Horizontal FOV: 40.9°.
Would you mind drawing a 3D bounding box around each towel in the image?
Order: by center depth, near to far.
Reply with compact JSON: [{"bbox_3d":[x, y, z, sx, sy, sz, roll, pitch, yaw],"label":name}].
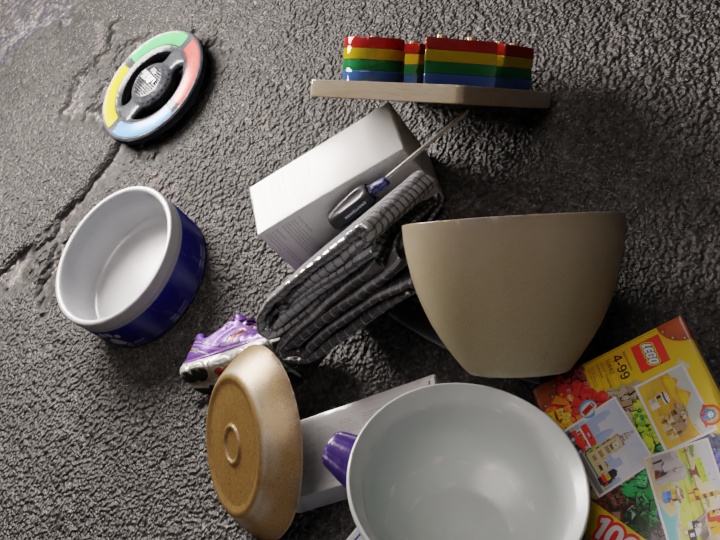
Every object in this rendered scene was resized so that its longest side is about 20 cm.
[{"bbox_3d":[0.000,0.000,1.000,0.199,0.086,0.166,-37,5,34],"label":"towel"}]

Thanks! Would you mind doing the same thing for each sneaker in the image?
[{"bbox_3d":[-0.126,0.083,1.114,0.197,0.081,0.085,-12,52,29],"label":"sneaker"}]

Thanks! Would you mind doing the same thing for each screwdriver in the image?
[{"bbox_3d":[0.042,-0.104,1.028,0.199,0.028,0.029,-33,91,25],"label":"screwdriver"}]

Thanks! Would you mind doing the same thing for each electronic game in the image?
[{"bbox_3d":[-0.315,-0.281,1.471,0.197,0.042,0.203,-17,56,25],"label":"electronic game"}]

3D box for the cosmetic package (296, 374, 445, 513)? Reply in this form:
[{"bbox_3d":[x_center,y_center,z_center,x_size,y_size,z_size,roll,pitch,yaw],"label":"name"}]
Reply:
[{"bbox_3d":[0.004,0.179,0.985,0.197,0.051,0.084,-21,59,22],"label":"cosmetic package"}]

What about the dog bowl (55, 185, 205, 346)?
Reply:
[{"bbox_3d":[-0.304,-0.005,1.279,0.197,0.079,0.203,-16,56,25],"label":"dog bowl"}]

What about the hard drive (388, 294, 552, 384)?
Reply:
[{"bbox_3d":[0.135,0.032,0.989,0.198,0.042,0.136,23,78,40],"label":"hard drive"}]

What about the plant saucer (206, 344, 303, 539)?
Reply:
[{"bbox_3d":[-0.120,0.180,1.005,0.199,0.035,0.204,2,92,60],"label":"plant saucer"}]

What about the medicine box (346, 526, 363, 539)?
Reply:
[{"bbox_3d":[0.021,0.354,0.839,0.201,0.103,0.182,-50,49,0],"label":"medicine box"}]

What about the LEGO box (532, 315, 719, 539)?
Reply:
[{"bbox_3d":[0.252,0.167,0.811,0.148,0.077,0.202,-29,52,17],"label":"LEGO box"}]

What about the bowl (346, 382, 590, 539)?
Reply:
[{"bbox_3d":[0.084,0.199,0.801,0.197,0.091,0.203,2,44,-2],"label":"bowl"}]

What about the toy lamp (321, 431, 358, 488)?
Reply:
[{"bbox_3d":[0.053,0.211,0.891,0.198,0.058,0.059,26,79,22],"label":"toy lamp"}]

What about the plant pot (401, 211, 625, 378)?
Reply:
[{"bbox_3d":[0.137,0.022,0.859,0.197,0.199,0.137,-3,90,32],"label":"plant pot"}]

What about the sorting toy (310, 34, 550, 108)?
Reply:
[{"bbox_3d":[0.081,-0.220,1.064,0.198,0.197,0.071,11,103,36],"label":"sorting toy"}]

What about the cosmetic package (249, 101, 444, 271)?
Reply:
[{"bbox_3d":[-0.017,-0.088,1.118,0.198,0.108,0.086,-29,47,14],"label":"cosmetic package"}]
